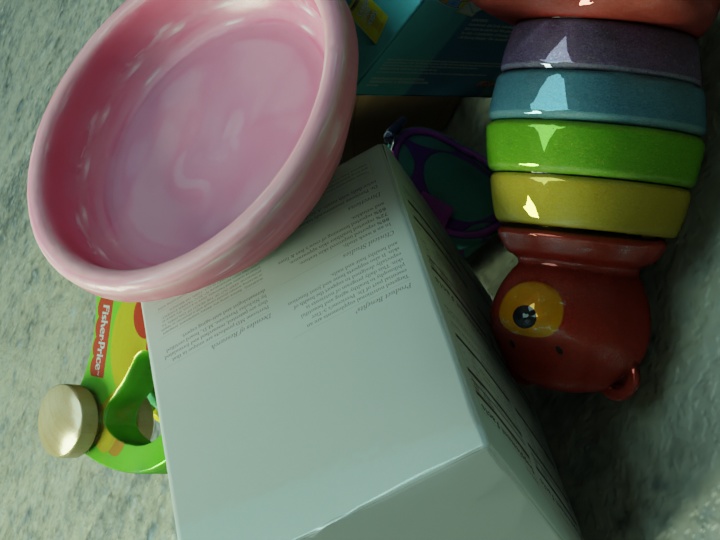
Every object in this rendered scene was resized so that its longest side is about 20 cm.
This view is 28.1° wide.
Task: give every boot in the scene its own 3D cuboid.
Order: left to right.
[{"bbox_3d":[0.028,-0.171,0.941,0.146,0.070,0.201,-106,37,-55],"label":"boot"}]

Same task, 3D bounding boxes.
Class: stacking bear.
[{"bbox_3d":[0.109,-0.040,0.696,0.121,0.114,0.201,8,93,33],"label":"stacking bear"}]

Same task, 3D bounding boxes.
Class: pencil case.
[{"bbox_3d":[0.000,0.000,0.869,0.200,0.085,0.092,-47,-5,39],"label":"pencil case"}]

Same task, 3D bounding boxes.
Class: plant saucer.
[{"bbox_3d":[-0.080,-0.071,0.734,0.200,0.051,0.201,-17,56,27],"label":"plant saucer"}]

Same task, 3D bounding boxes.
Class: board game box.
[{"bbox_3d":[0.087,-0.174,0.749,0.200,0.151,0.047,-49,63,35],"label":"board game box"}]

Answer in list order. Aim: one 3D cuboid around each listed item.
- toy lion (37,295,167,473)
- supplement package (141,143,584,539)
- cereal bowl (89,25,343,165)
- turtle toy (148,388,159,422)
[{"bbox_3d":[-0.111,0.030,0.894,0.191,0.068,0.201,7,89,44],"label":"toy lion"},{"bbox_3d":[0.001,0.079,0.720,0.151,0.151,0.200,-28,45,11],"label":"supplement package"},{"bbox_3d":[-0.091,-0.118,0.983,0.200,0.200,0.084,12,70,59],"label":"cereal bowl"},{"bbox_3d":[-0.116,0.028,1.020,0.146,0.101,0.201,-9,74,57],"label":"turtle toy"}]
